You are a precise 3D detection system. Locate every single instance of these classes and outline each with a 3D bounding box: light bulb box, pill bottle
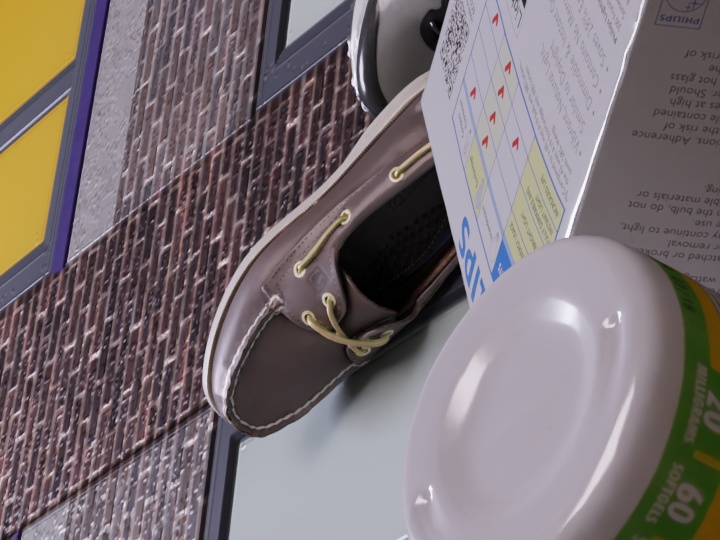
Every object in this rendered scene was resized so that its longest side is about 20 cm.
[{"bbox_3d":[0.113,-0.077,0.948,0.199,0.124,0.201,-101,20,-49],"label":"light bulb box"},{"bbox_3d":[0.120,0.078,0.795,0.111,0.199,0.112,-39,37,37],"label":"pill bottle"}]

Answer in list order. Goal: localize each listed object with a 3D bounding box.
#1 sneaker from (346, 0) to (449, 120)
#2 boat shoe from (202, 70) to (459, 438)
[{"bbox_3d":[0.064,-0.143,1.215,0.200,0.074,0.079,-53,35,19],"label":"sneaker"},{"bbox_3d":[0.000,0.000,1.204,0.200,0.072,0.060,-50,27,12],"label":"boat shoe"}]
